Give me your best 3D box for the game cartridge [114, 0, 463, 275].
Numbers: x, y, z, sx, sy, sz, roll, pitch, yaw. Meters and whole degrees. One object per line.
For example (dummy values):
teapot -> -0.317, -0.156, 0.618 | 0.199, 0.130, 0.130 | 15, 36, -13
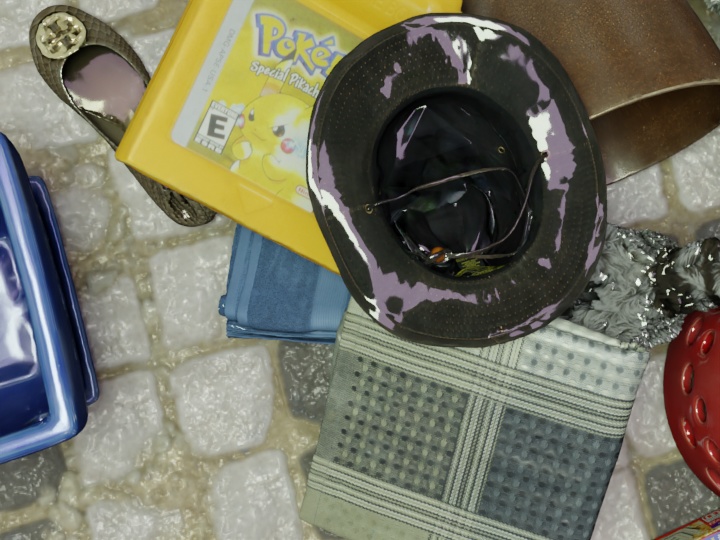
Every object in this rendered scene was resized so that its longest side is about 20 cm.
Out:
game cartridge -> -0.036, -0.121, 0.786 | 0.175, 0.032, 0.202 | 26, 88, -18

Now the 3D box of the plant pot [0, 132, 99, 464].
plant pot -> -0.289, 0.035, 0.826 | 0.197, 0.180, 0.203 | -16, 90, -3

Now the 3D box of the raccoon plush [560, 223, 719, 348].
raccoon plush -> 0.203, 0.019, 0.839 | 0.198, 0.134, 0.098 | 12, 96, 27

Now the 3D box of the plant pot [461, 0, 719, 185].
plant pot -> 0.143, -0.175, 0.863 | 0.185, 0.187, 0.202 | -18, 76, -3

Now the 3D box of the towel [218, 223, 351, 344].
towel -> 0.000, 0.000, 0.870 | 0.197, 0.049, 0.113 | 3, 68, 22

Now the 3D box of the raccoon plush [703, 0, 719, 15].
raccoon plush -> 0.272, -0.146, 0.841 | 0.096, 0.134, 0.202 | -11, 124, -20

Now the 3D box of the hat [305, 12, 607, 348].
hat -> 0.056, -0.054, 0.760 | 0.198, 0.081, 0.204 | 0, 90, -7

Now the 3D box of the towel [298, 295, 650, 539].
towel -> 0.067, 0.107, 0.803 | 0.198, 0.035, 0.195 | 17, 107, 10

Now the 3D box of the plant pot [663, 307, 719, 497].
plant pot -> 0.330, 0.084, 0.850 | 0.197, 0.183, 0.203 | 0, 86, -2

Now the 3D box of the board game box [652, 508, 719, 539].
board game box -> 0.220, 0.287, 0.905 | 0.198, 0.046, 0.153 | -23, 90, -3

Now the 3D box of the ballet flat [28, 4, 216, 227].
ballet flat -> -0.173, -0.115, 0.901 | 0.067, 0.046, 0.201 | -37, 90, -3
